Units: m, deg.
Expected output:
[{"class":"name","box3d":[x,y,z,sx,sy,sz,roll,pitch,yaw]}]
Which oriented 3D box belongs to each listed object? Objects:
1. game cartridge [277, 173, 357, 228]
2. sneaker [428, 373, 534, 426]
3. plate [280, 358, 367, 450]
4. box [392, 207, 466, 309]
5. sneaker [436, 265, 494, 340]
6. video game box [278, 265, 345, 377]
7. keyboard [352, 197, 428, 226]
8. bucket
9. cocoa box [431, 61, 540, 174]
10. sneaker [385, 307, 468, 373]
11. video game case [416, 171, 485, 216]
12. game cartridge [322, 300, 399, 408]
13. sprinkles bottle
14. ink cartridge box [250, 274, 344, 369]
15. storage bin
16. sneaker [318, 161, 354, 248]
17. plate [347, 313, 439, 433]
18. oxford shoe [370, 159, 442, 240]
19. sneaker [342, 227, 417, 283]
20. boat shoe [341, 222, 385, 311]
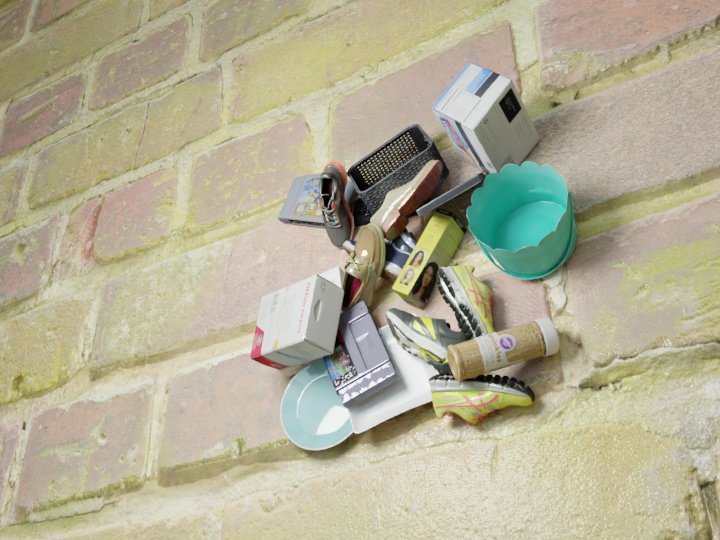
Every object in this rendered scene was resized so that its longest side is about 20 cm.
[{"class":"game cartridge","box3d":[-0.103,-0.172,1.859,0.197,0.041,0.136,8,72,35]},{"class":"sneaker","box3d":[0.223,0.241,1.398,0.196,0.078,0.093,0,92,24]},{"class":"plate","box3d":[-0.074,0.278,1.572,0.196,0.026,0.204,-13,54,18]},{"class":"box","box3d":[0.146,-0.025,1.592,0.050,0.075,0.203,20,77,40]},{"class":"sneaker","box3d":[0.228,0.069,1.475,0.089,0.079,0.203,-15,65,-21]},{"class":"video game box","box3d":[-0.105,0.114,1.687,0.179,0.047,0.203,-21,54,18]},{"class":"keyboard","box3d":[0.063,-0.146,1.736,0.196,0.040,0.106,-10,58,29]},{"class":"bucket","box3d":[0.322,-0.092,1.478,0.204,0.135,0.211,-16,55,24]},{"class":"cocoa box","box3d":[0.265,-0.309,1.597,0.134,0.200,0.131,-50,49,-3]},{"class":"sneaker","box3d":[0.130,0.125,1.486,0.084,0.075,0.199,-38,48,-20]},{"class":"video game case","box3d":[0.192,-0.161,1.582,0.141,0.200,0.019,-30,91,15]},{"class":"game cartridge","box3d":[-0.013,0.168,1.543,0.128,0.039,0.202,-27,49,2]},{"class":"sprinkles bottle","box3d":[0.258,0.143,1.376,0.196,0.069,0.069,-16,52,-7]},{"class":"ink cartridge box","box3d":[-0.135,0.112,1.587,0.198,0.085,0.150,-19,52,45]},{"class":"storage bin","box3d":[0.083,-0.218,1.700,0.198,0.094,0.136,-34,34,5]},{"class":"sneaker","box3d":[-0.068,-0.140,1.719,0.075,0.204,0.082,2,25,23]},{"class":"plate","box3d":[0.056,0.208,1.524,0.197,0.032,0.202,-26,51,7]},{"class":"oxford shoe","box3d":[0.095,-0.163,1.610,0.074,0.071,0.201,39,87,31]},{"class":"sneaker","box3d":[0.053,-0.048,1.667,0.198,0.070,0.109,27,74,43]},{"class":"boat shoe","box3d":[0.000,0.000,1.597,0.073,0.066,0.204,28,115,40]}]
